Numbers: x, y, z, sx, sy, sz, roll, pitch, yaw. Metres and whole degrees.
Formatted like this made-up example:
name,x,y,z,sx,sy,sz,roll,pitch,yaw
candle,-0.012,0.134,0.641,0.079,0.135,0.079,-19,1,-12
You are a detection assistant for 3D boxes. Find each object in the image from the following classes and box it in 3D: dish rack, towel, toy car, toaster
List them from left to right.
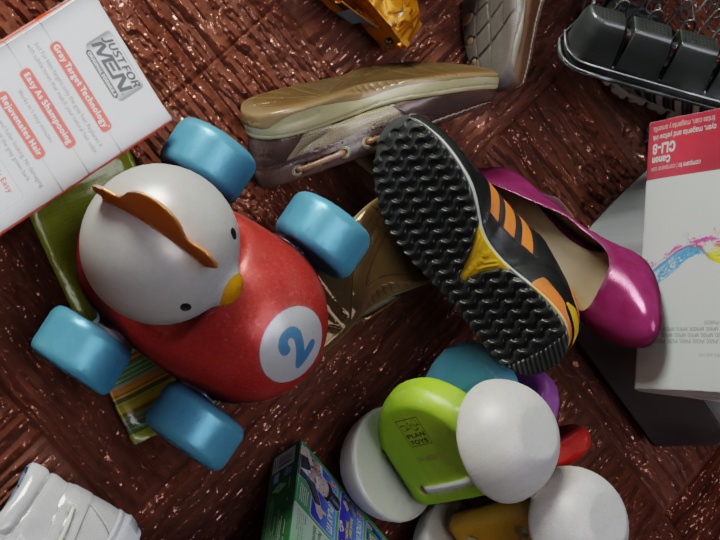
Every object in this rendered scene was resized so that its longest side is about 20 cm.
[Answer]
name,x,y,z,sx,sy,sz,roll,pitch,yaw
towel,-0.157,0.012,1.049,0.086,0.018,0.201,-28,101,-27
toy car,-0.102,0.000,0.938,0.176,0.200,0.185,33,80,6
toy car,0.100,0.136,1.106,0.200,0.175,0.150,50,49,-17
dish rack,0.232,-0.222,1.202,0.153,0.055,0.201,14,49,-10
toaster,0.261,0.012,1.219,0.181,0.118,0.200,-45,108,-23

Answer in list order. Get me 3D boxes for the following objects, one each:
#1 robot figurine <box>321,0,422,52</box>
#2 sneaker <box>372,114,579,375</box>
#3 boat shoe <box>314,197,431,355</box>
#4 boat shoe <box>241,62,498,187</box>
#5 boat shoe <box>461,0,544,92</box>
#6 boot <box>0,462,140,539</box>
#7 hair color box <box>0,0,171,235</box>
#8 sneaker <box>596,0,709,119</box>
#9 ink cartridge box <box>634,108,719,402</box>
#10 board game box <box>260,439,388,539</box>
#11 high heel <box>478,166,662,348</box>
name,x,y,z,sx,sy,sz,roll,pitch,yaw
robot figurine,-0.012,-0.262,1.113,0.200,0.058,0.145,47,68,-20
sneaker,0.083,-0.022,1.081,0.201,0.070,0.090,55,25,2
boat shoe,0.000,0.000,1.104,0.200,0.072,0.072,-40,97,-24
boat shoe,0.010,-0.103,1.113,0.199,0.072,0.072,-16,112,-28
boat shoe,0.127,-0.234,1.180,0.071,0.076,0.201,8,86,-30
boot,-0.230,0.223,0.983,0.095,0.074,0.201,34,70,-10
hair color box,-0.231,-0.082,0.977,0.200,0.061,0.102,-36,105,-18
sneaker,0.267,-0.157,1.238,0.200,0.087,0.074,36,66,-20
ink cartridge box,0.294,-0.004,1.087,0.145,0.144,0.201,7,85,-27
board game box,-0.015,0.216,1.032,0.029,0.200,0.135,-33,108,15
high heel,0.138,-0.010,1.122,0.096,0.200,0.068,16,109,-32
